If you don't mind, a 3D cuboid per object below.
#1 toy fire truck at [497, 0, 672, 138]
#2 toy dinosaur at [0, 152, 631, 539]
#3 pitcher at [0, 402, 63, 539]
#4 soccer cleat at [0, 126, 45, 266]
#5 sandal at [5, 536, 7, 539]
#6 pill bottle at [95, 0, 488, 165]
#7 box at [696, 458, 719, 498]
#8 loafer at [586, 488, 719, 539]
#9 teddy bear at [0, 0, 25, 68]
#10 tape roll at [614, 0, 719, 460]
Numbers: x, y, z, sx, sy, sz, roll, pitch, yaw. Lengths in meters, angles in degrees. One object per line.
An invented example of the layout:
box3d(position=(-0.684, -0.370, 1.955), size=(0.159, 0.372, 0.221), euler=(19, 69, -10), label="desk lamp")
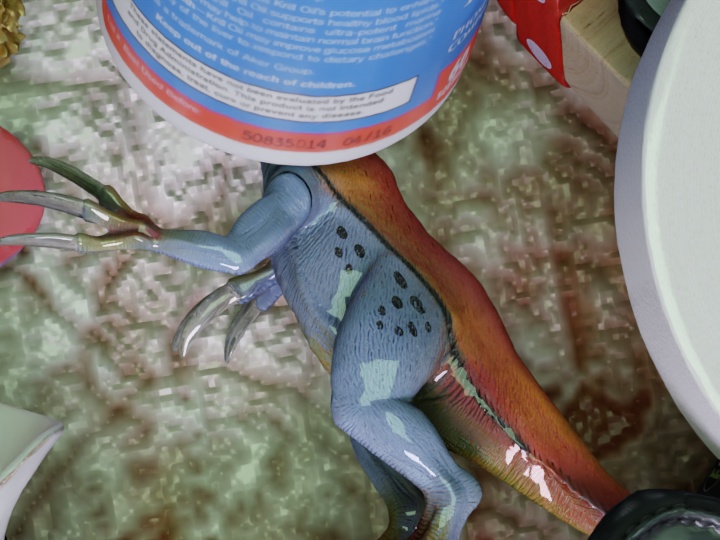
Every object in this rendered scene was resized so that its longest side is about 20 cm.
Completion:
box3d(position=(0.091, -0.162, 0.771), size=(0.176, 0.129, 0.200), euler=(-39, 71, -7), label="toy fire truck")
box3d(position=(0.000, 0.000, 0.762), size=(0.200, 0.105, 0.182), euler=(-2, 80, 1), label="toy dinosaur")
box3d(position=(-0.145, 0.151, 0.693), size=(0.171, 0.121, 0.200), euler=(-13, 103, -26), label="pitcher")
box3d(position=(-0.196, -0.011, 0.779), size=(0.200, 0.076, 0.067), euler=(-13, 90, -17), label="soccer cleat")
box3d(position=(-0.184, 0.066, 0.745), size=(0.200, 0.045, 0.075), euler=(34, 101, -32), label="sandal")
box3d(position=(-0.006, -0.124, 0.670), size=(0.112, 0.200, 0.112), euler=(5, 59, -8), label="pill bottle")
box3d(position=(0.138, 0.154, 0.756), size=(0.148, 0.124, 0.200), euler=(31, 90, -2), label="box")
box3d(position=(0.140, 0.128, 0.659), size=(0.201, 0.070, 0.068), euler=(41, 88, -1), label="loafer")
box3d(position=(-0.197, -0.098, 0.755), size=(0.200, 0.067, 0.145), euler=(8, 44, 2), label="teddy bear")
box3d(position=(0.167, -0.020, 0.686), size=(0.203, 0.037, 0.203), euler=(1, 84, -6), label="tape roll")
